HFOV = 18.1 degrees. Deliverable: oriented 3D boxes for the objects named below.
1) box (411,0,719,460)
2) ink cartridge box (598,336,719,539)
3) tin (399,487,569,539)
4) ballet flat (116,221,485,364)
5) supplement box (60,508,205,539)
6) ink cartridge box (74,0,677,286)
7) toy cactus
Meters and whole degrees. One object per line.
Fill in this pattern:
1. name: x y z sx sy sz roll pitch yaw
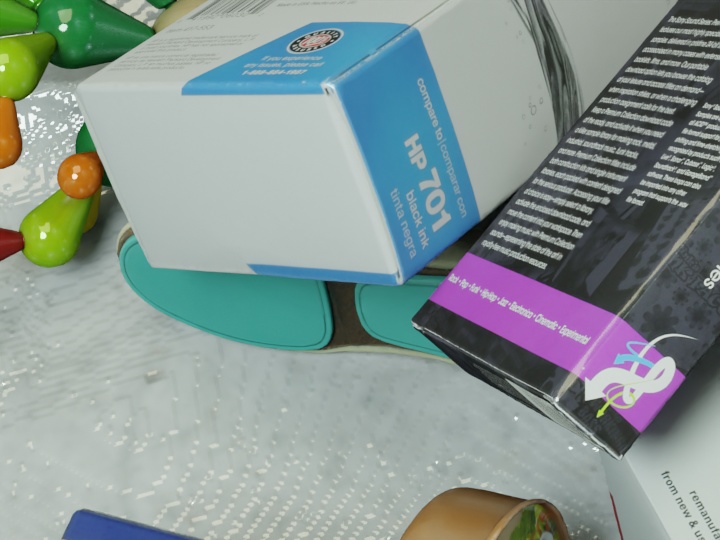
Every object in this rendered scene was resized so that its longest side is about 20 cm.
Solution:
1. box: 0.111 -0.038 0.743 0.200 0.036 0.143 -51 18 -3
2. ink cartridge box: 0.200 0.086 0.750 0.199 0.146 0.145 -23 52 -3
3. tin: 0.020 0.166 0.762 0.042 0.112 0.201 13 60 22
4. ballet flat: 0.000 0.000 0.920 0.199 0.070 0.070 12 60 19
5. supplement box: -0.075 0.201 0.764 0.109 0.109 0.201 11 59 21
6. ink cartridge box: 0.016 -0.082 0.866 0.146 0.086 0.200 4 32 46
7. toy cactus: -0.107 -0.095 0.983 0.164 0.102 0.201 5 74 -24
